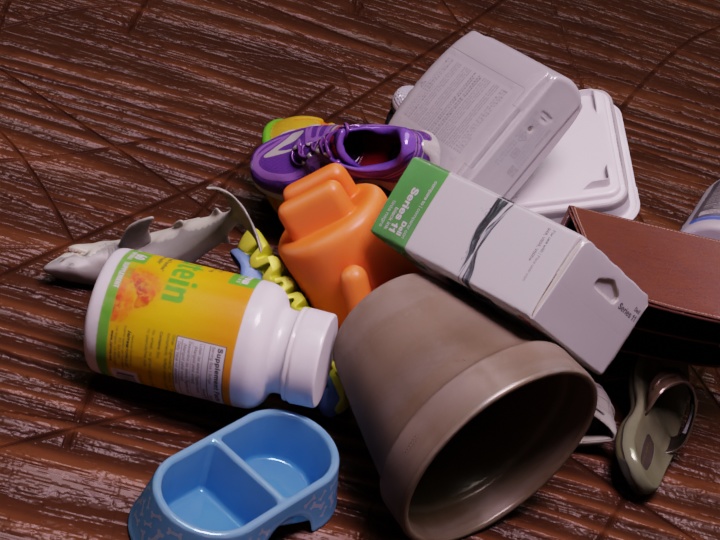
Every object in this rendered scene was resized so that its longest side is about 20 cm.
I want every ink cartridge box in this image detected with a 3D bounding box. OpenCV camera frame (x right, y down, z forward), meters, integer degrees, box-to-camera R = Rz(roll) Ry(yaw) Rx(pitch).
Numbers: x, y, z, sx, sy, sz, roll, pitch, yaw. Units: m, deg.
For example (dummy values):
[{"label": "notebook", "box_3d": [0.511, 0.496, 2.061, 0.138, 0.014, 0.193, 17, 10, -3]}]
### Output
[{"label": "ink cartridge box", "box_3d": [0.130, -0.004, 1.275, 0.200, 0.083, 0.147, 30, -4, 42]}]

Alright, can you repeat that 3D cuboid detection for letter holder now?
[{"label": "letter holder", "box_3d": [0.284, 0.036, 1.398, 0.199, 0.101, 0.142, 12, 32, -17]}]

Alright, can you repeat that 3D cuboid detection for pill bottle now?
[{"label": "pill bottle", "box_3d": [-0.125, 0.055, 1.261, 0.199, 0.111, 0.111, 13, 34, 7]}, {"label": "pill bottle", "box_3d": [0.431, -0.042, 1.686, 0.114, 0.114, 0.200, 29, 37, 13]}]

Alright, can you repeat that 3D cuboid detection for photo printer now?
[{"label": "photo printer", "box_3d": [0.110, -0.149, 1.463, 0.069, 0.167, 0.200, 38, 3, -33]}]

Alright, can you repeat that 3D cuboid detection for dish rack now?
[{"label": "dish rack", "box_3d": [0.187, -0.117, 1.493, 0.171, 0.044, 0.200, -8, 43, 8]}]

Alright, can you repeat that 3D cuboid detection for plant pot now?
[{"label": "plant pot", "box_3d": [0.069, 0.101, 1.242, 0.200, 0.200, 0.174, -13, 47, -38]}]

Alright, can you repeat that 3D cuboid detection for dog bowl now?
[{"label": "dog bowl", "box_3d": [-0.095, 0.177, 1.193, 0.111, 0.050, 0.200, 38, 38, 24]}]

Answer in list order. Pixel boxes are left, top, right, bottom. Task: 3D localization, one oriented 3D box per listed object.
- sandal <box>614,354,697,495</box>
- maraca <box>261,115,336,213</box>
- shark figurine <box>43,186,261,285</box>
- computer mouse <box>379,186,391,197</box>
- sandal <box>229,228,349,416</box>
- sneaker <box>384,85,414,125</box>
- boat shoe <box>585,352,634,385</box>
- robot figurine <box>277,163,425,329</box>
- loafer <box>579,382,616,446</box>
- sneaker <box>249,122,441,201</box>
[{"label": "sandal", "box_3d": [0.294, 0.137, 1.407, 0.080, 0.057, 0.201, 49, 37, -19]}, {"label": "maraca", "box_3d": [-0.033, -0.078, 1.519, 0.137, 0.107, 0.200, -2, 54, -51]}, {"label": "shark figurine", "box_3d": [-0.168, -0.008, 1.363, 0.128, 0.214, 0.090, 7, 68, -68]}, {"label": "computer mouse", "box_3d": [0.041, -0.067, 1.507, 0.034, 0.059, 0.200, -16, 11, -3]}, {"label": "sandal", "box_3d": [-0.078, 0.059, 1.353, 0.087, 0.080, 0.200, -34, 62, -6]}, {"label": "sneaker", "box_3d": [0.102, -0.110, 1.625, 0.200, 0.114, 0.076, 33, 30, -1]}, {"label": "boat shoe", "box_3d": [0.220, 0.082, 1.455, 0.199, 0.072, 0.068, -4, 40, -34]}, {"label": "robot figurine", "box_3d": [-0.001, 0.001, 1.375, 0.117, 0.200, 0.144, -41, 24, -19]}, {"label": "loafer", "box_3d": [0.148, 0.125, 1.364, 0.199, 0.070, 0.070, 7, 29, -19]}, {"label": "sneaker", "box_3d": [-0.023, -0.116, 1.409, 0.199, 0.081, 0.083, -5, -15, 27]}]
